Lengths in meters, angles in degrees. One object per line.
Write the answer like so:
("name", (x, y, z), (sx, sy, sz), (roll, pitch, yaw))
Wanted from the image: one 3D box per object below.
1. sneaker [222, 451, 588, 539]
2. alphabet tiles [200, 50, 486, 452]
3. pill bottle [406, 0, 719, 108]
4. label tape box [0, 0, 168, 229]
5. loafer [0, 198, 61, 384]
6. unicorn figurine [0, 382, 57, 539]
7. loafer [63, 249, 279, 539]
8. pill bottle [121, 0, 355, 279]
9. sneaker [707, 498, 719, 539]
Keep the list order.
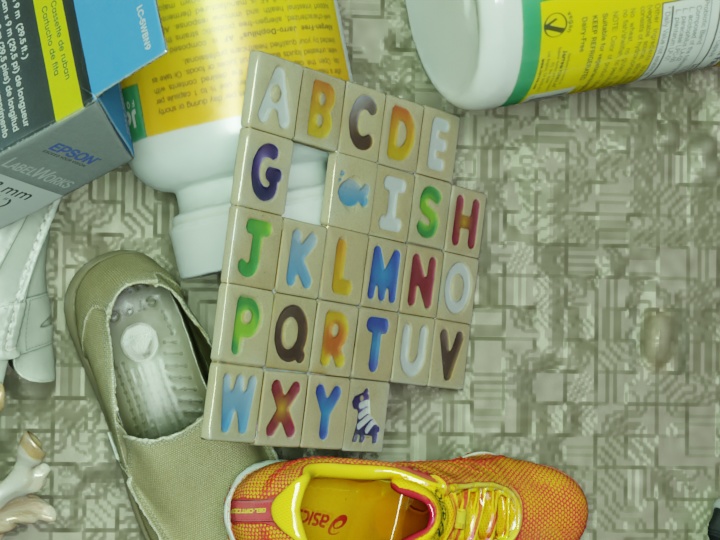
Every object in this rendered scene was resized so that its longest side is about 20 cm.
("sneaker", (0.034, 0.122, 0.984), (0.200, 0.077, 0.073), (1, 86, -35))
("alphabet tiles", (0.000, 0.000, 0.967), (0.008, 0.200, 0.167), (5, 87, 35))
("pill bottle", (0.130, -0.148, 0.999), (0.200, 0.113, 0.113), (-11, 89, -17))
("label tape box", (-0.154, -0.104, 0.920), (0.200, 0.063, 0.144), (-25, 65, 27))
("loafer", (-0.173, 0.031, 0.985), (0.070, 0.070, 0.200), (24, 92, -12))
("unicorn figurine", (-0.229, 0.073, 0.904), (0.137, 0.074, 0.200), (-37, 109, -1))
("loafer", (-0.083, 0.084, 0.993), (0.076, 0.067, 0.200), (-30, 92, -8))
("pill bottle", (-0.063, -0.102, 0.982), (0.113, 0.113, 0.200), (-11, 90, -9))
("sneaker", (0.184, 0.215, 1.023), (0.114, 0.075, 0.200), (-20, 93, -11))
